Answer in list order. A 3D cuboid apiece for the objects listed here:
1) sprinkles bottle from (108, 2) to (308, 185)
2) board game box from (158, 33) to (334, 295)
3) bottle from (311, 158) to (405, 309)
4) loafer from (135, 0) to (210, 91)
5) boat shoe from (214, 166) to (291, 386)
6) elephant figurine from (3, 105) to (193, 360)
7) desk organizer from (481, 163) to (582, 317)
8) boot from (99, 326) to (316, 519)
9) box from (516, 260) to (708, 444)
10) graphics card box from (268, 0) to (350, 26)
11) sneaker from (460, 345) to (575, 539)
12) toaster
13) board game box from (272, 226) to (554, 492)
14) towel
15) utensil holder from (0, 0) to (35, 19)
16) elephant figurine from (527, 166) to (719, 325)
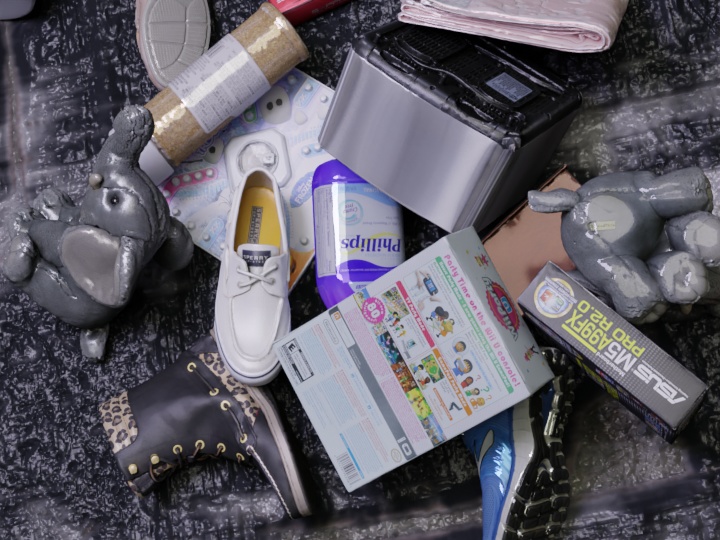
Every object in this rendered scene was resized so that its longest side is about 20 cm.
[{"bbox_3d":[-0.143,-0.167,1.354,0.200,0.068,0.068,-41,74,-4],"label":"sprinkles bottle"},{"bbox_3d":[-0.100,-0.107,1.381,0.199,0.026,0.201,32,82,14],"label":"board game box"},{"bbox_3d":[0.000,0.000,1.308,0.083,0.065,0.202,0,84,-21],"label":"bottle"},{"bbox_3d":[-0.193,-0.267,1.427,0.071,0.063,0.202,1,76,-26],"label":"loafer"},{"bbox_3d":[-0.094,0.001,1.285,0.070,0.070,0.202,4,65,-1],"label":"boat shoe"},{"bbox_3d":[-0.221,-0.031,1.282,0.199,0.155,0.143,-18,50,40],"label":"elephant figurine"},{"bbox_3d":[0.138,0.006,1.295,0.200,0.072,0.077,-42,76,-4],"label":"desk organizer"},{"bbox_3d":[-0.138,0.160,1.289,0.150,0.073,0.201,-29,69,-2],"label":"boot"},{"bbox_3d":[0.212,0.073,1.197,0.160,0.200,0.044,39,89,15],"label":"box"},{"bbox_3d":[-0.061,-0.353,1.429,0.125,0.051,0.201,-24,74,1],"label":"graphics card box"},{"bbox_3d":[0.133,0.164,1.257,0.089,0.078,0.202,8,89,50],"label":"sneaker"},{"bbox_3d":[0.079,-0.137,1.278,0.180,0.200,0.119,33,122,14],"label":"toaster"},{"bbox_3d":[0.042,0.077,1.215,0.199,0.064,0.148,-31,84,30],"label":"board game box"},{"bbox_3d":[0.146,-0.248,1.309,0.189,0.200,0.033,12,116,11],"label":"towel"},{"bbox_3d":[-0.385,-0.373,1.420,0.168,0.170,0.202,7,78,10],"label":"utensil holder"},{"bbox_3d":[0.238,-0.012,1.213,0.141,0.200,0.156,-25,81,5],"label":"elephant figurine"}]
